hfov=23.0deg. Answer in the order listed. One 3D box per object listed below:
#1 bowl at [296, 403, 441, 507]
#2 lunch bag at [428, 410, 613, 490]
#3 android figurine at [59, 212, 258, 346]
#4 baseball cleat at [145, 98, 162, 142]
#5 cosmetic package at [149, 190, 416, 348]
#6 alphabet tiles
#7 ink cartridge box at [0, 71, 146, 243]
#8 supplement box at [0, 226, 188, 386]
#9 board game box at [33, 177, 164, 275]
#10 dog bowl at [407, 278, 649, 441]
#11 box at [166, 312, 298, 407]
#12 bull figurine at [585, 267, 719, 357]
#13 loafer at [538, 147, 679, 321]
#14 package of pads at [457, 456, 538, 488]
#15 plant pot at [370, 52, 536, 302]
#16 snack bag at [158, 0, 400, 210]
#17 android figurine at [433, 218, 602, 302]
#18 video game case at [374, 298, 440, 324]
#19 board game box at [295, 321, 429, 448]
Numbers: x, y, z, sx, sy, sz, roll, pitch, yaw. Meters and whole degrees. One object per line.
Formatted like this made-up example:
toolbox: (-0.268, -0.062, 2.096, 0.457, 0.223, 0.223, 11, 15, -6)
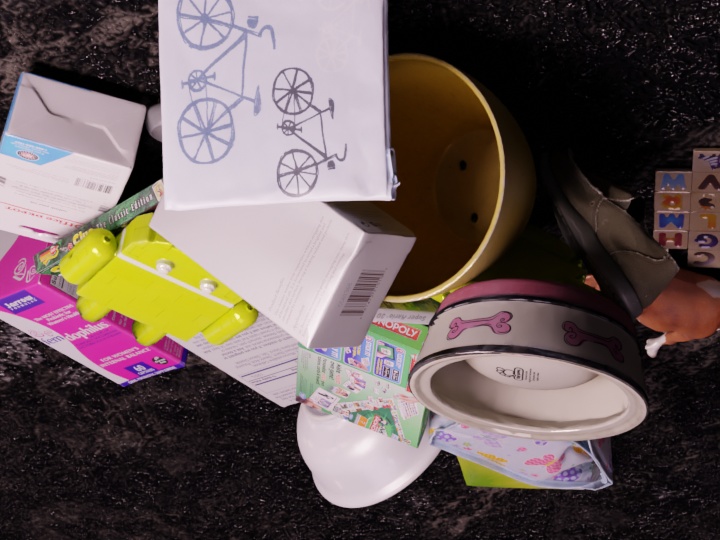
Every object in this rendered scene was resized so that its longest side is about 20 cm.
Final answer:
bowl: (0.002, 0.138, 1.849, 0.200, 0.202, 0.090, -17, 132, 36)
lunch bag: (0.177, 0.113, 1.784, 0.199, 0.171, 0.127, 26, 141, -27)
android figurine: (-0.178, 0.011, 1.617, 0.181, 0.041, 0.200, 27, 144, -26)
baseball cleat: (-0.096, -0.091, 1.548, 0.198, 0.107, 0.070, 10, 156, -1)
cosmetic package: (-0.067, -0.034, 1.449, 0.081, 0.200, 0.114, 3, 120, -55)
alphabet tiles: (0.351, -0.054, 1.619, 0.165, 0.006, 0.201, 1, 150, 9)
ink cartridge box: (-0.274, -0.094, 1.609, 0.115, 0.067, 0.200, 15, 155, -14)
supplement box: (-0.271, 0.024, 1.792, 0.101, 0.104, 0.199, -19, 140, 39)
board game box: (-0.199, -0.039, 1.633, 0.199, 0.024, 0.104, -26, 163, 33)
dog bowl: (0.141, 0.073, 1.461, 0.198, 0.075, 0.200, 8, 157, 3)
box: (-0.066, 0.034, 1.761, 0.183, 0.106, 0.200, -17, 142, 36)
bull figurine: (0.302, 0.036, 1.725, 0.199, 0.066, 0.121, 22, 144, -23)
loafer: (0.212, -0.039, 1.514, 0.069, 0.201, 0.075, -27, 137, 1)
package of pads: (0.182, 0.181, 2.003, 0.153, 0.069, 0.200, 1, 151, 13)
plant pot: (0.070, -0.073, 1.490, 0.199, 0.202, 0.141, -15, 170, 33)
snack bag: (-0.065, -0.145, 1.384, 0.198, 0.191, 0.021, -2, 179, 16)
android figurine: (0.120, -0.001, 1.604, 0.199, 0.181, 0.041, 31, 121, 33)
video game case: (0.000, 0.000, 1.607, 0.199, 0.143, 0.018, 6, 121, -50)
board game box: (0.006, 0.093, 1.681, 0.133, 0.029, 0.201, 20, 151, 7)
